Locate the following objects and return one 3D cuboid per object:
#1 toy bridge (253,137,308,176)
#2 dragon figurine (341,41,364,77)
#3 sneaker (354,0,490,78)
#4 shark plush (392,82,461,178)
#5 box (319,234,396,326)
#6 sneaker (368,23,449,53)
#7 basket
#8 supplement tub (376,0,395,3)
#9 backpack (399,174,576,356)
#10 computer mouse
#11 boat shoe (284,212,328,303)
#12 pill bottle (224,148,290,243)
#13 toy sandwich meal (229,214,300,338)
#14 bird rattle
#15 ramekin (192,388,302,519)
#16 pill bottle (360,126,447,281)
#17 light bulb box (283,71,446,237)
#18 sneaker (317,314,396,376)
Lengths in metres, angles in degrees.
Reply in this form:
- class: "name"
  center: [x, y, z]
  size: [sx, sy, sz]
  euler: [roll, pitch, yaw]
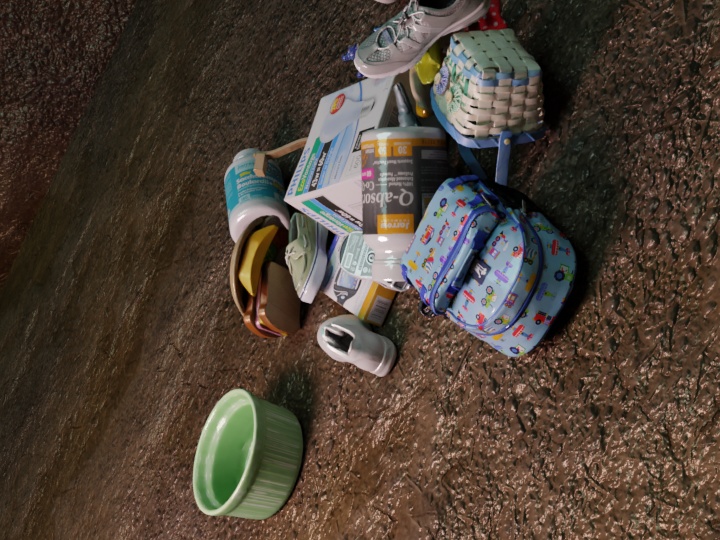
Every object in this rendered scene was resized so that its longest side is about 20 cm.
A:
- class: "toy bridge"
  center: [-0.079, -0.185, 1.868]
  size: [0.027, 0.199, 0.067]
  euler: [70, -154, -68]
- class: "dragon figurine"
  center: [0.070, -0.343, 1.676]
  size: [0.199, 0.059, 0.099]
  euler: [-26, 5, 8]
- class: "sneaker"
  center: [0.071, -0.332, 1.496]
  size: [0.200, 0.082, 0.075]
  euler: [-35, 61, 7]
- class: "shark plush"
  center: [0.100, -0.168, 1.592]
  size: [0.083, 0.091, 0.201]
  euler: [-23, 79, 45]
- class: "box"
  center: [0.000, 0.000, 1.750]
  size: [0.119, 0.041, 0.200]
  euler: [-66, 27, 5]
- class: "sneaker"
  center: [0.045, -0.345, 1.819]
  size: [0.200, 0.112, 0.073]
  euler: [-18, 56, 55]
- class: "basket"
  center: [0.167, -0.210, 1.518]
  size: [0.177, 0.139, 0.201]
  euler: [-113, 17, -52]
- class: "supplement tub"
  center: [0.053, -0.571, 1.917]
  size: [0.200, 0.145, 0.146]
  euler: [-52, 33, 27]
- class: "backpack"
  center: [0.161, -0.001, 1.383]
  size: [0.183, 0.134, 0.200]
  euler: [-60, 33, 18]
- class: "computer mouse"
  center: [0.054, -0.009, 1.612]
  size: [0.200, 0.044, 0.110]
  euler: [21, 96, 37]
- class: "boat shoe"
  center: [-0.092, -0.021, 1.837]
  size: [0.200, 0.062, 0.072]
  euler: [-90, 23, -55]
- class: "pill bottle"
  center: [-0.192, -0.137, 2.087]
  size: [0.111, 0.111, 0.200]
  euler: [-50, 35, 30]
- class: "toy sandwich meal"
  center: [-0.143, 0.009, 1.877]
  size: [0.070, 0.205, 0.206]
  euler: [4, 73, 29]
- class: "bird rattle"
  center: [0.124, -0.307, 1.628]
  size: [0.112, 0.200, 0.164]
  euler: [22, 129, 39]
- class: "ramekin"
  center: [-0.175, 0.295, 1.793]
  size: [0.200, 0.097, 0.201]
  euler: [-37, 42, 44]
- class: "pill bottle"
  center: [0.060, -0.087, 1.514]
  size: [0.116, 0.116, 0.201]
  euler: [0, 91, 59]
- class: "light bulb box"
  center: [0.013, -0.175, 1.715]
  size: [0.200, 0.125, 0.199]
  euler: [-13, 52, 51]
- class: "sneaker"
  center: [-0.028, 0.099, 1.681]
  size: [0.200, 0.088, 0.076]
  euler: [16, 87, 61]
